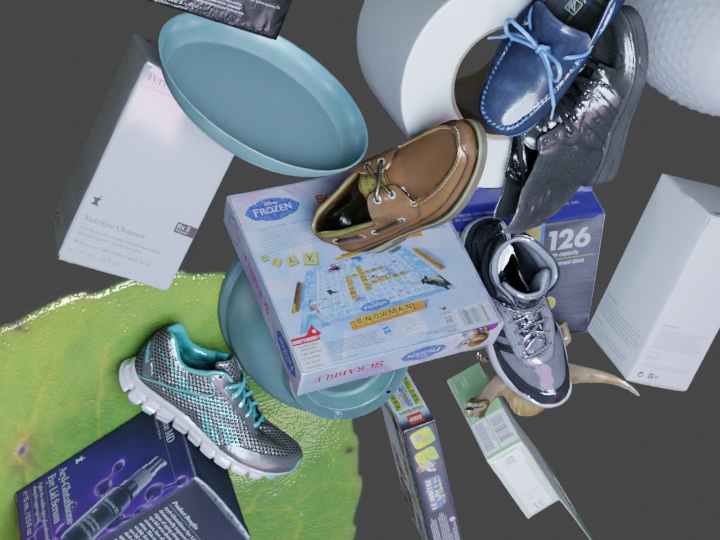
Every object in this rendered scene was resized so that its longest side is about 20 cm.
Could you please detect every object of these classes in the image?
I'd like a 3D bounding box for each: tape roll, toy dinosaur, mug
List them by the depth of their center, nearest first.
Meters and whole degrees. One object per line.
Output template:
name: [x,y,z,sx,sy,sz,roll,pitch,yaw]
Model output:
tape roll: [0.110,-0.193,1.265,0.202,0.139,0.203,-9,121,-15]
mug: [0.335,-0.242,1.291,0.147,0.175,0.200,7,117,-23]
toy dinosaur: [0.186,0.100,1.445,0.200,0.058,0.101,-9,104,-20]

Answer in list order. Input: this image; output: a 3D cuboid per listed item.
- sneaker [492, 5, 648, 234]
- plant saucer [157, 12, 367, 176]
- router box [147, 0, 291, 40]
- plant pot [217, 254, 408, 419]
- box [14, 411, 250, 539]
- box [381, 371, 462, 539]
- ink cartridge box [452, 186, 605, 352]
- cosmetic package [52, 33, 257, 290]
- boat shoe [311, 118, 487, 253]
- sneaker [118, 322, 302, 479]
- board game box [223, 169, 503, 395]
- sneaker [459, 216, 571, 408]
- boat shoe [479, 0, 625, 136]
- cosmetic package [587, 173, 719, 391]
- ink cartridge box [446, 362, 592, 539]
sneaker: [0.176,-0.128,1.206,0.104,0.060,0.200,-7,125,-20]
plant saucer: [-0.085,-0.145,1.196,0.200,0.200,0.027,17,127,-27]
router box: [-0.138,-0.293,1.174,0.200,0.051,0.149,14,112,-25]
plant pot: [-0.028,0.061,1.371,0.200,0.134,0.200,-8,122,-14]
box: [-0.229,0.244,1.403,0.200,0.148,0.104,-34,124,1]
box: [0.063,0.210,1.504,0.035,0.110,0.200,-19,124,-8]
ink cartridge box: [0.151,-0.015,1.441,0.197,0.047,0.200,-7,123,-16]
cosmetic package: [-0.186,-0.096,1.256,0.113,0.081,0.200,17,113,-25]
boat shoe: [0.030,-0.066,1.194,0.068,0.072,0.200,4,151,-33]
sneaker: [-0.135,0.126,1.366,0.200,0.078,0.091,33,115,-7]
board game box: [0.000,0.000,1.294,0.200,0.200,0.041,-12,150,-21]
sneaker: [0.156,0.042,1.344,0.075,0.114,0.200,-23,93,-9]
boat shoe: [0.157,-0.201,1.142,0.084,0.069,0.200,31,99,7]
cosmetic package: [0.330,0.013,1.482,0.085,0.108,0.200,12,116,-25]
ink cartridge box: [0.174,0.211,1.521,0.048,0.146,0.200,-31,125,4]
